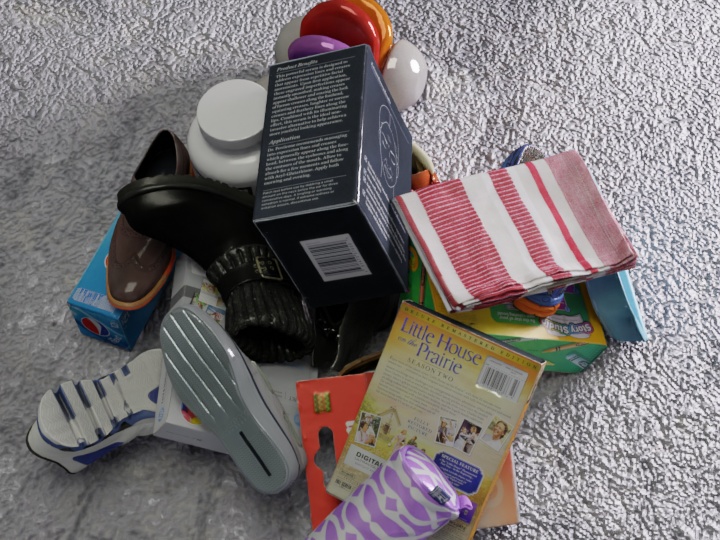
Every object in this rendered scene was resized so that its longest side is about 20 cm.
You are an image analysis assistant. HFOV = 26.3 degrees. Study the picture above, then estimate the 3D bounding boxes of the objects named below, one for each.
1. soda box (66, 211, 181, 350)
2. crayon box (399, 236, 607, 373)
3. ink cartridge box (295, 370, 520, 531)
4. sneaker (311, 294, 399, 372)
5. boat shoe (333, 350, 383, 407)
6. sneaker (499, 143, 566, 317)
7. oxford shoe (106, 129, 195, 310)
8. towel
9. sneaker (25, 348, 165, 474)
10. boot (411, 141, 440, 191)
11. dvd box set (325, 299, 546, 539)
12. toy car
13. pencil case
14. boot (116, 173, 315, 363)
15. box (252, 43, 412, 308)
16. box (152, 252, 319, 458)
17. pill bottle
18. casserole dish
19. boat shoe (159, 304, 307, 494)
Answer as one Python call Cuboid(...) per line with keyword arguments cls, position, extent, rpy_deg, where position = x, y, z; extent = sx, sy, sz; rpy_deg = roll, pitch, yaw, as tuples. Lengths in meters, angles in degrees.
Cuboid(cls="soda box", position=(-0.233, -0.020, 1.638), extent=(0.064, 0.068, 0.200), rpy_deg=(18, 61, 16))
Cuboid(cls="crayon box", position=(0.140, 0.033, 1.541), extent=(0.199, 0.058, 0.119), rpy_deg=(7, 54, -26))
Cuboid(cls="ink cartridge box", position=(0.045, 0.171, 1.474), extent=(0.199, 0.050, 0.163), rpy_deg=(-7, 88, -4))
Cuboid(cls="sneaker", position=(-0.003, -0.001, 1.563), extent=(0.060, 0.104, 0.200), rpy_deg=(10, 97, 35))
Cuboid(cls="boat shoe", position=(0.061, 0.103, 1.540), extent=(0.200, 0.074, 0.076), rpy_deg=(-21, 60, -13))
Cuboid(cls="sneaker", position=(0.185, -0.050, 1.536), extent=(0.075, 0.078, 0.200), rpy_deg=(13, 50, -24))
Cuboid(cls="oxford shoe", position=(-0.223, -0.054, 1.574), extent=(0.071, 0.073, 0.200), rpy_deg=(5, 58, 8))
Cuboid(cls="towel", position=(0.148, -0.041, 1.459), extent=(0.199, 0.023, 0.144), rpy_deg=(-14, 57, -19))
Cuboid(cls="sneaker", position=(-0.251, 0.143, 1.528), extent=(0.199, 0.115, 0.081), rpy_deg=(-12, 74, -39))
Cuboid(cls="boot", position=(0.067, -0.050, 1.618), extent=(0.075, 0.107, 0.200), rpy_deg=(-23, 63, -17))
Cuboid(cls="dvd box set", position=(0.069, 0.146, 1.436), extent=(0.146, 0.029, 0.200), rpy_deg=(23, 98, 14))
Cuboid(cls="toy car", position=(-0.028, -0.219, 1.700), extent=(0.175, 0.150, 0.200), rpy_deg=(17, 61, 13))
Cuboid(cls="pencil case", position=(0.007, 0.248, 1.405), extent=(0.200, 0.085, 0.084), rpy_deg=(-44, 20, 15))
Cuboid(cls="boot", position=(-0.138, -0.001, 1.502), extent=(0.211, 0.079, 0.158), rpy_deg=(13, 58, -27))
Cuboid(cls="box", position=(-0.022, -0.091, 1.494), extent=(0.107, 0.149, 0.200), rpy_deg=(-9, 52, 18))
Cuboid(cls="box", position=(-0.118, 0.087, 1.543), extent=(0.156, 0.041, 0.200), rpy_deg=(17, 55, -22))
Cuboid(cls="pill bottle", position=(-0.117, -0.108, 1.607), extent=(0.112, 0.200, 0.113), rpy_deg=(-2, 58, 3))
Cuboid(cls="casserole dish", position=(0.248, -0.012, 1.582), extent=(0.039, 0.121, 0.200), rpy_deg=(-19, 58, 13))
Cuboid(cls="boat shoe", position=(-0.121, 0.121, 1.462), extent=(0.073, 0.067, 0.200), rpy_deg=(-30, 87, 21))
